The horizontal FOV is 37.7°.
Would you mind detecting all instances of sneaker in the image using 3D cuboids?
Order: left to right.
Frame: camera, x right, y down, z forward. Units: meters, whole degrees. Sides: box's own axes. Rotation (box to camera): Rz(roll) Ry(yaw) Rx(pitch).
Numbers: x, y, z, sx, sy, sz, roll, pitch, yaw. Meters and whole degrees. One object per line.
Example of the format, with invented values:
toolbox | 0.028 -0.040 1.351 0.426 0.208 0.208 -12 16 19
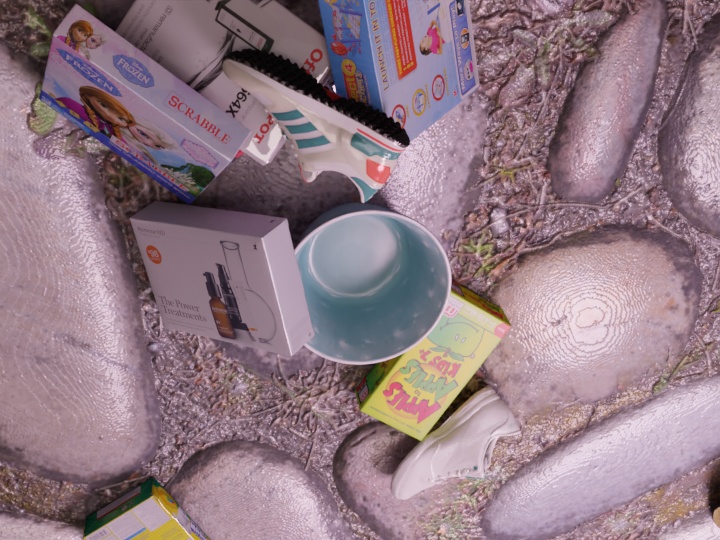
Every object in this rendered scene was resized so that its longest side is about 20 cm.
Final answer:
sneaker | -0.056 -0.137 1.026 0.199 0.070 0.094 28 115 1
sneaker | 0.125 0.251 1.403 0.200 0.089 0.075 -46 159 14

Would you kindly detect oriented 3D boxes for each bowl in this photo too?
bowl | 0.000 0.000 1.253 0.199 0.105 0.202 -4 117 -7

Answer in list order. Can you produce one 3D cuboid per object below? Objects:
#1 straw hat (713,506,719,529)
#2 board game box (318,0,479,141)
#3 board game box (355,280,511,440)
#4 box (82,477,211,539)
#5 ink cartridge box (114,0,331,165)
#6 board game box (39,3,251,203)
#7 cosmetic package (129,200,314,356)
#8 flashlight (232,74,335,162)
straw hat | 0.621 0.348 1.549 0.201 0.201 0.085 34 63 -23
board game box | 0.044 -0.248 1.091 0.056 0.196 0.201 9 124 34
board game box | 0.092 0.115 1.360 0.101 0.048 0.200 28 109 -22
box | -0.268 0.384 1.435 0.117 0.048 0.200 -31 115 6
ink cartridge box | -0.137 -0.223 1.086 0.199 0.084 0.146 34 95 -6
board game box | -0.225 -0.158 1.068 0.200 0.199 0.041 35 71 -11
cosmetic package | -0.157 0.006 1.193 0.199 0.052 0.152 9 122 34
flashlight | -0.091 -0.183 1.166 0.199 0.068 0.068 -27 115 6
